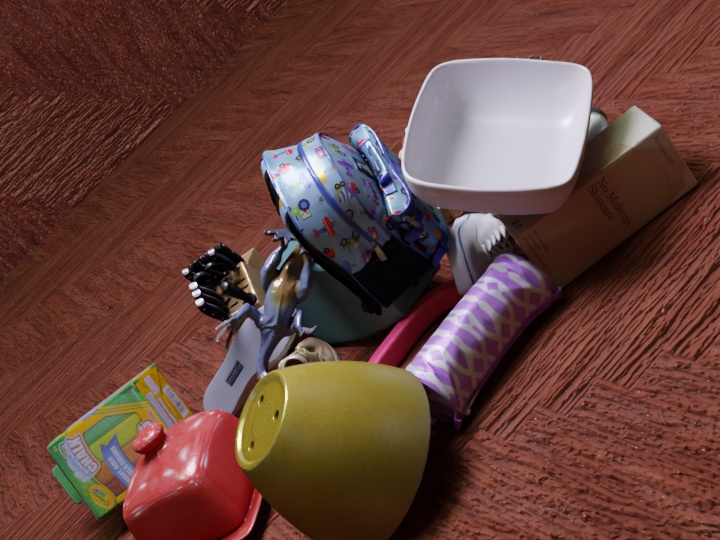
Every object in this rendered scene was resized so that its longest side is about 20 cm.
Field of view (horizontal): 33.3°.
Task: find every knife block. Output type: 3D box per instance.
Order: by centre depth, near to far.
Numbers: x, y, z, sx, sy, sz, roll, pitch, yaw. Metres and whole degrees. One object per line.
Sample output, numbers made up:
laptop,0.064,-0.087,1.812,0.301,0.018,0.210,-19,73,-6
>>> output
knife block,-0.149,0.051,1.602,0.064,0.201,0.176,-33,15,16

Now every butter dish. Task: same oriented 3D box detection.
butter dish,-0.214,0.244,1.450,0.198,0.148,0.201,-28,25,27

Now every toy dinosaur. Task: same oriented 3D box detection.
toy dinosaur,-0.084,0.050,1.458,0.104,0.184,0.200,19,26,17

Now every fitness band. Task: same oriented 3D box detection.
fitness band,0.079,0.088,1.414,0.200,0.037,0.143,-49,21,-20

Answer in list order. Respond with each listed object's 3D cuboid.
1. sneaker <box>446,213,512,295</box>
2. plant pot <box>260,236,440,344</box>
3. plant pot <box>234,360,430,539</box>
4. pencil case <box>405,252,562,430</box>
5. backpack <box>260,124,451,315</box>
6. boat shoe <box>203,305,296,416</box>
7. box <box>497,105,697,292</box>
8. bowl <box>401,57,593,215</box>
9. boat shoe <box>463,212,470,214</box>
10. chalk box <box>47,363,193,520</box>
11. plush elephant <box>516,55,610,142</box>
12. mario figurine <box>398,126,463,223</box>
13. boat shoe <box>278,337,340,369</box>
sneaker,0.143,-0.031,1.436,0.070,0.074,0.200,-15,18,15
plant pot,0.000,0.000,1.549,0.142,0.142,0.199,-51,23,-23
plant pot,-0.043,0.174,1.221,0.200,0.141,0.202,-43,35,40
pencil case,0.128,0.074,1.300,0.085,0.084,0.201,29,69,29
backpack,-0.013,-0.077,1.347,0.134,0.200,0.184,-38,47,14
boat shoe,-0.136,0.118,1.600,0.200,0.074,0.065,-50,-23,24
box,0.263,-0.080,1.345,0.199,0.095,0.078,-39,24,8
bowl,0.153,-0.139,1.326,0.197,0.075,0.201,5,52,17
boat shoe,0.165,-0.144,1.648,0.073,0.061,0.201,-51,18,40
chalk box,-0.334,0.243,1.638,0.199,0.125,0.124,-37,4,9
plush elephant,0.224,-0.140,1.449,0.162,0.200,0.157,-11,59,11
mario figurine,0.083,-0.134,1.584,0.201,0.105,0.124,-93,28,-62
boat shoe,-0.070,0.133,1.519,0.073,0.069,0.201,-35,23,13
